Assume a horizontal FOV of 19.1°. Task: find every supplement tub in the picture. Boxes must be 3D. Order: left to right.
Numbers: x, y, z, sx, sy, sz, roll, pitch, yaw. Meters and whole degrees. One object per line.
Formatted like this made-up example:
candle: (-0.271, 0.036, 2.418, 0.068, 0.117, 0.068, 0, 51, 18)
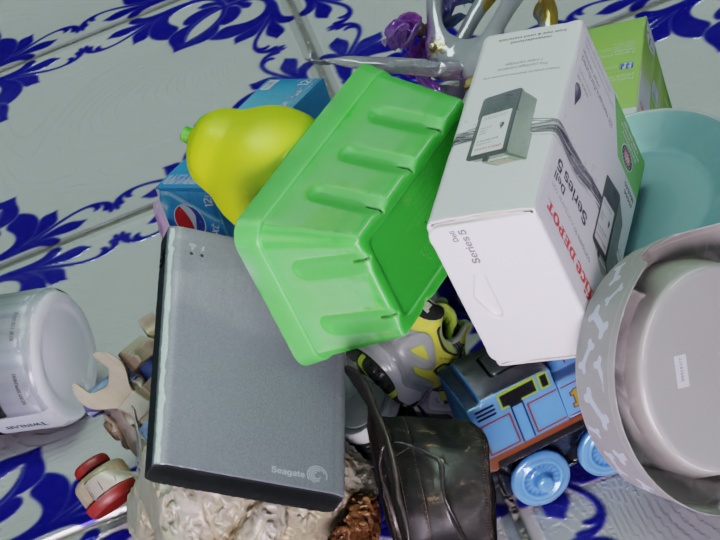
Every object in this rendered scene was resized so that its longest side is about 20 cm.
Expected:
supplement tub: (-0.343, 0.087, 1.875, 0.200, 0.123, 0.123, -10, 32, 21)

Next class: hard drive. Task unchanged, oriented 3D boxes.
hard drive: (-0.080, 0.070, 1.534, 0.139, 0.033, 0.200, 12, 54, -17)

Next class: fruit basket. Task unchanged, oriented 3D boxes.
fruit basket: (-0.030, -0.050, 1.550, 0.215, 0.156, 0.216, -18, 34, 13)

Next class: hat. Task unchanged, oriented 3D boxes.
hat: (0.054, 0.146, 1.463, 0.081, 0.201, 0.201, -17, 30, -2)

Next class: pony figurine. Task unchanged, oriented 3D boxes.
pony figurine: (0.076, -0.182, 1.855, 0.193, 0.166, 0.200, 12, 77, 35)

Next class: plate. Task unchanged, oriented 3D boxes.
plate: (0.198, -0.046, 1.598, 0.200, 0.026, 0.200, -19, 39, 16)

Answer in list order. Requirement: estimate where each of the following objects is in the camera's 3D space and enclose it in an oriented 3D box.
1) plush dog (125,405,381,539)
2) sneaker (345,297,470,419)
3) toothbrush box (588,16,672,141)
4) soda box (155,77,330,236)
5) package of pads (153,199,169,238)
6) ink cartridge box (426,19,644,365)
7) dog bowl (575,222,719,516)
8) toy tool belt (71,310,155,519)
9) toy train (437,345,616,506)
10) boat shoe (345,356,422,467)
plush dog: (-0.073, 0.162, 1.578, 0.171, 0.161, 0.200, -5, 25, -18)
sneaker: (0.057, 0.065, 1.608, 0.075, 0.200, 0.076, 43, 95, 15)
toothbrush box: (0.213, -0.097, 1.787, 0.086, 0.146, 0.200, -10, 31, 18)
soda box: (-0.097, -0.097, 1.920, 0.064, 0.068, 0.200, 3, 34, 34)
package of pads: (-0.113, -0.016, 1.939, 0.120, 0.076, 0.200, -20, 30, -3)
ink cartridge box: (0.128, -0.054, 1.513, 0.084, 0.146, 0.200, -7, 43, 26)
dog bowl: (0.231, 0.067, 1.469, 0.200, 0.200, 0.059, -40, 19, -29)
toy tool belt: (-0.169, 0.099, 1.726, 0.200, 0.123, 0.125, -33, -11, -24)
toy train: (0.158, 0.088, 1.552, 0.200, 0.114, 0.087, -25, 30, -6)
boat shoe: (-0.005, 0.109, 1.682, 0.076, 0.060, 0.200, -44, 23, -1)
